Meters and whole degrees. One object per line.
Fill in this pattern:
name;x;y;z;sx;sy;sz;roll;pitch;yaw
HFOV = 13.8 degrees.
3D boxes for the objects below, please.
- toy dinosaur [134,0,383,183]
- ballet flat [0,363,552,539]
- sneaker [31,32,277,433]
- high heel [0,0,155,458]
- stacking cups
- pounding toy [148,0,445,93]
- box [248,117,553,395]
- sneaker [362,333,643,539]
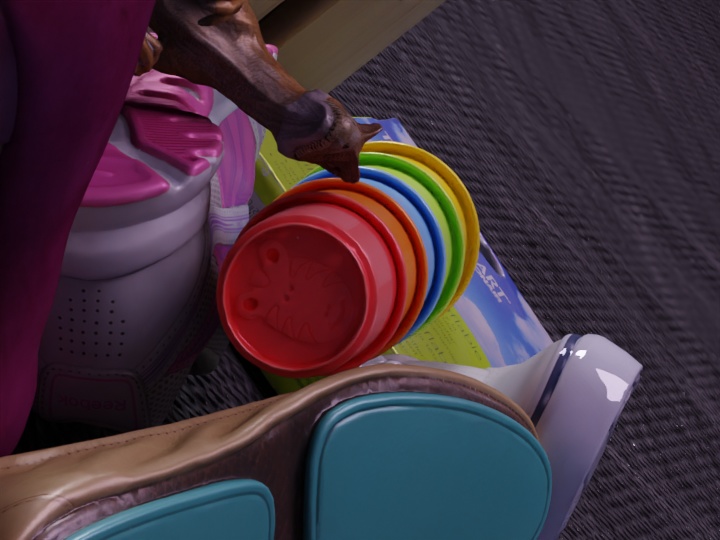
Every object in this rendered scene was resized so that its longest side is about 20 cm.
toy dinosaur;-0.056;-0.093;0.793;0.106;0.060;0.201;16;40;-40
ballet flat;-0.033;0.054;0.711;0.063;0.069;0.200;15;13;38
sneaker;-0.070;-0.015;0.823;0.200;0.081;0.089;-71;167;-71
high heel;-0.072;-0.018;0.662;0.067;0.096;0.200;50;-17;16
stacking cups;0.000;0.000;0.814;0.061;0.060;0.200;53;7;-2
pounding toy;-0.047;-0.176;1.020;0.185;0.200;0.142;59;16;22
box;0.003;0.004;1.061;0.122;0.048;0.200;56;15;6
sneaker;0.023;0.056;0.866;0.071;0.073;0.200;30;-21;-3
